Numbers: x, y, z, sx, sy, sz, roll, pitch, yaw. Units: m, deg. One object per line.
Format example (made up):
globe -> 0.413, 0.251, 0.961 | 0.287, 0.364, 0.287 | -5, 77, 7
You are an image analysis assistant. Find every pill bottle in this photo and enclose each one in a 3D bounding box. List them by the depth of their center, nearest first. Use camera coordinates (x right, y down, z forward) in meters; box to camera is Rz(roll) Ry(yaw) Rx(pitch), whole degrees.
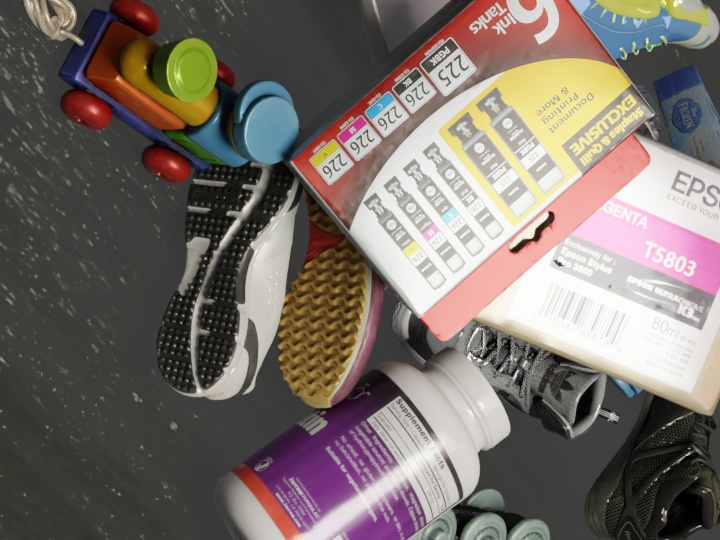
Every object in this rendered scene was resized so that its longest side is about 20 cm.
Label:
pill bottle -> 0.004, 0.140, 1.132 | 0.199, 0.112, 0.113 | -35, 119, -15

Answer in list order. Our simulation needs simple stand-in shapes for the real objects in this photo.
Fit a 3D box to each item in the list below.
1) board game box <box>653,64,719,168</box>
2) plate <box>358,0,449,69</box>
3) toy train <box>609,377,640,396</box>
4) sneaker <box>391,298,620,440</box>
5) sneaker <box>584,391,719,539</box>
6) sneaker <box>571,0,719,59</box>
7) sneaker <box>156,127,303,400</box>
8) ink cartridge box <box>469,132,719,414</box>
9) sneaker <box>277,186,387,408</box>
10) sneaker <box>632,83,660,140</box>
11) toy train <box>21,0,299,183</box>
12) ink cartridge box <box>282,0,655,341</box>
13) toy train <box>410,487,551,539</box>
board game box -> 0.313, -0.038, 1.344 | 0.201, 0.043, 0.200 | 55, 20, -32
plate -> 0.057, -0.150, 1.165 | 0.200, 0.032, 0.201 | -46, 126, -52
toy train -> 0.211, 0.007, 1.326 | 0.116, 0.085, 0.200 | -45, 124, -5
sneaker -> 0.119, 0.067, 1.233 | 0.199, 0.114, 0.076 | 29, 88, -40
sneaker -> 0.285, 0.154, 1.395 | 0.200, 0.114, 0.076 | -54, 128, -21
sneaker -> 0.197, -0.194, 1.292 | 0.199, 0.076, 0.106 | 21, 97, -33
sneaker -> -0.081, -0.008, 1.100 | 0.080, 0.073, 0.202 | 40, 66, -66
ink cartridge box -> 0.186, -0.012, 1.156 | 0.198, 0.075, 0.166 | 21, 95, -11
sneaker -> 0.000, 0.000, 1.142 | 0.090, 0.074, 0.202 | 21, 76, -56
sneaker -> 0.141, -0.073, 1.239 | 0.200, 0.086, 0.078 | -43, 114, -8
toy train -> -0.134, -0.127, 0.991 | 0.200, 0.115, 0.085 | 35, 76, -38
ink cartridge box -> 0.079, -0.072, 1.045 | 0.200, 0.084, 0.176 | -41, 102, -1
toy train -> 0.064, 0.226, 1.248 | 0.199, 0.085, 0.115 | 14, 98, -40
